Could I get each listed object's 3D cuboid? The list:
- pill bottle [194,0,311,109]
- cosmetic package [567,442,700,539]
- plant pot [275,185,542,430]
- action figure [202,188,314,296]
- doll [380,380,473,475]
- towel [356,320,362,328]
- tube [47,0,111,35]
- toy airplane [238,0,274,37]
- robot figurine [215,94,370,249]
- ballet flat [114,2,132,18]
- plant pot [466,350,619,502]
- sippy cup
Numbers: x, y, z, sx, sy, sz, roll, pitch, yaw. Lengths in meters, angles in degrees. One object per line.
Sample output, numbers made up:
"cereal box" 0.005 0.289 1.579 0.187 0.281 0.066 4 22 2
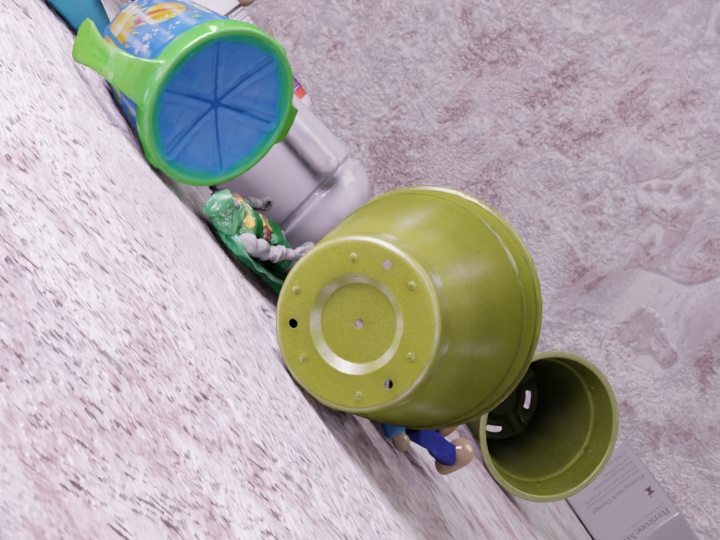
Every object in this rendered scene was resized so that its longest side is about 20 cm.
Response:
"pill bottle" -0.151 -0.227 1.922 0.201 0.112 0.112 52 4 -9
"cosmetic package" 0.530 0.483 3.371 0.201 0.167 0.167 55 4 41
"plant pot" 0.025 0.034 1.340 0.201 0.200 0.193 53 16 10
"action figure" -0.081 -0.025 1.453 0.119 0.055 0.200 56 8 25
"doll" 0.031 0.112 1.579 0.200 0.048 0.137 43 21 -47
"towel" -0.018 0.052 1.714 0.147 0.030 0.200 55 7 19
"tube" -0.243 -0.238 1.442 0.200 0.050 0.078 55 15 -61
"toy airplane" -0.184 -0.311 2.058 0.200 0.141 0.200 50 5 -39
"robot figurine" -0.071 -0.092 1.601 0.200 0.113 0.170 45 -23 -2
"ballet flat" -0.177 -0.176 1.517 0.200 0.067 0.073 88 8 -84
"plant pot" 0.220 0.192 2.336 0.201 0.200 0.190 52 -9 -17
"sippy cup" -0.142 -0.157 1.386 0.130 0.139 0.179 41 -15 43
